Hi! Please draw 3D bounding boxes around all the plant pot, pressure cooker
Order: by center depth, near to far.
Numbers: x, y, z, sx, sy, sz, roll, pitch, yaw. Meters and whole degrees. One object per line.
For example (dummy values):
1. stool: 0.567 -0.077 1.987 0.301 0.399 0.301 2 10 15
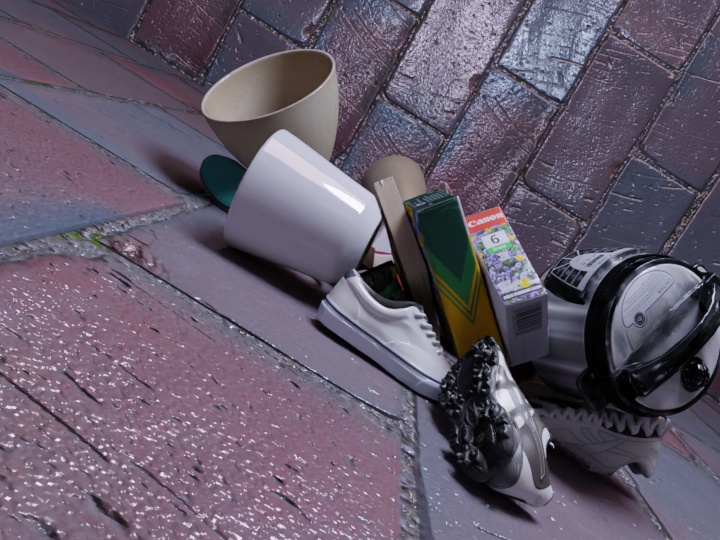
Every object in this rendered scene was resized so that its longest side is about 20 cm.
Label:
1. pressure cooker: 0.298 0.067 0.782 0.176 0.179 0.200 11 -2 -20
2. plant pot: 0.106 -0.181 1.909 0.185 0.188 0.201 26 25 -25

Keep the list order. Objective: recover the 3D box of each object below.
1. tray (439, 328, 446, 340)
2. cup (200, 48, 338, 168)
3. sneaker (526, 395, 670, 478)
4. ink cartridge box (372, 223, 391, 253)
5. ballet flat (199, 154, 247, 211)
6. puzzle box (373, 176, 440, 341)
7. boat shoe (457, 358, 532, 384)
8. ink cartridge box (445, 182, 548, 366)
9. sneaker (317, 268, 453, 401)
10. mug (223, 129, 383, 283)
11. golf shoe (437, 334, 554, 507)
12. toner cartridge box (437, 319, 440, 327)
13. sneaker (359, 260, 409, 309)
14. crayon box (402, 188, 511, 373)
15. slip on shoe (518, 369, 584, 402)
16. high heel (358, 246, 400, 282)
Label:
1. tray: 0.169 0.082 1.084 0.198 0.037 0.099 27 32 -21
2. cup: -0.113 -0.206 1.023 0.200 0.198 0.145 42 -23 49
3. sneaker: 0.261 0.192 0.811 0.196 0.083 0.075 10 -1 -9
4. ink cartridge box: 0.058 -0.028 1.145 0.199 0.068 0.116 40 -1 -17
5. ballet flat: -0.155 -0.092 1.009 0.199 0.067 0.064 37 -16 24
6. puzzle box: 0.060 -0.006 0.875 0.201 0.025 0.135 71 2 -59
7. boat shoe: 0.211 0.091 0.916 0.198 0.072 0.070 -23 35 -32
8. ink cartridge box: 0.152 -0.006 0.800 0.110 0.050 0.202 73 0 -47
9. sneaker: 0.051 0.073 0.748 0.198 0.071 0.073 33 10 -7
10. mug: -0.055 -0.063 0.843 0.151 0.151 0.187 27 8 4
11. golf shoe: 0.128 0.140 0.659 0.094 0.078 0.201 40 23 -14
12. toner cartridge box: 0.170 0.036 1.043 0.094 0.044 0.200 32 31 9
13. sneaker: 0.022 0.041 0.878 0.200 0.077 0.086 -78 144 -86
14. crayon box: 0.106 0.015 0.799 0.126 0.051 0.203 -109 180 -80
15. slip on shoe: 0.219 0.146 0.955 0.198 0.062 0.076 19 35 40
16. high heel: 0.000 0.000 1.025 0.095 0.069 0.200 1 -21 26
